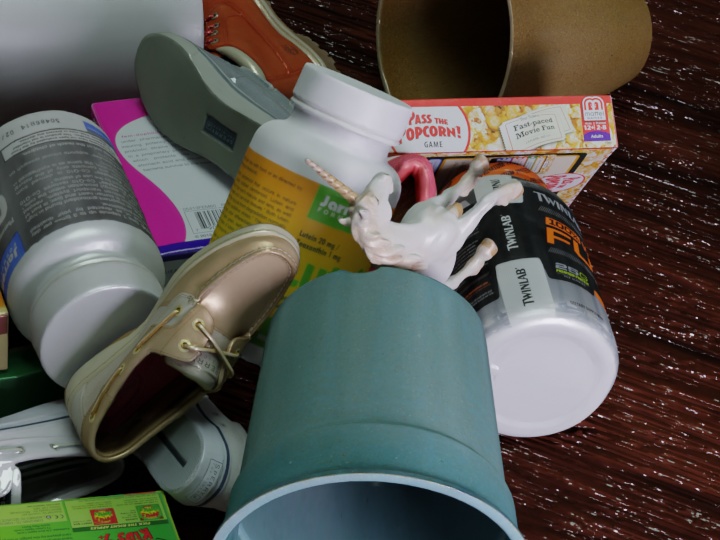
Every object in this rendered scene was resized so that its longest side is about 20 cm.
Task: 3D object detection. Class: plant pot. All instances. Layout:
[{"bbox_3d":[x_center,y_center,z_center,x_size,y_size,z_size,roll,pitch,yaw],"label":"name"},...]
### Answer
[{"bbox_3d":[0.147,-0.204,1.909,0.199,0.187,0.186,-6,38,-35],"label":"plant pot"},{"bbox_3d":[0.007,0.117,1.426,0.199,0.201,0.197,4,46,-3],"label":"plant pot"}]

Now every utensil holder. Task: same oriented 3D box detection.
[{"bbox_3d":[-0.242,-0.205,1.843,0.199,0.170,0.170,-4,39,-16],"label":"utensil holder"}]

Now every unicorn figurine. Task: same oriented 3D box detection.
[{"bbox_3d":[0.042,-0.021,1.503,0.074,0.200,0.137,32,55,30],"label":"unicorn figurine"}]

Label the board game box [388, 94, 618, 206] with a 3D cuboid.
[{"bbox_3d":[0.085,-0.088,1.758,0.199,0.152,0.046,-2,73,-12],"label":"board game box"}]

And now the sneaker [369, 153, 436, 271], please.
[{"bbox_3d":[0.000,0.000,1.620,0.074,0.087,0.201,23,79,-3],"label":"sneaker"}]

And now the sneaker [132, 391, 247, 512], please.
[{"bbox_3d":[-0.124,0.112,1.549,0.071,0.073,0.200,32,11,-33],"label":"sneaker"}]

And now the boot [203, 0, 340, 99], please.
[{"bbox_3d":[-0.118,-0.194,1.903,0.200,0.075,0.107,37,31,32],"label":"boot"}]

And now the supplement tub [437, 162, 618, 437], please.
[{"bbox_3d":[0.114,0.016,1.651,0.122,0.123,0.200,-1,39,-9],"label":"supplement tub"}]

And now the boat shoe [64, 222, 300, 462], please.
[{"bbox_3d":[-0.111,0.054,1.470,0.074,0.200,0.069,35,20,-34],"label":"boat shoe"}]

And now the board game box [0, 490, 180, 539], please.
[{"bbox_3d":[-0.213,0.196,1.418,0.199,0.048,0.102,-3,34,-19],"label":"board game box"}]

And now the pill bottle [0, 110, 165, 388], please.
[{"bbox_3d":[-0.202,-0.013,1.571,0.113,0.114,0.200,-8,40,-18],"label":"pill bottle"}]

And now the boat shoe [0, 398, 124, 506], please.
[{"bbox_3d":[-0.247,0.139,1.481,0.200,0.074,0.067,-23,44,-33],"label":"boat shoe"}]

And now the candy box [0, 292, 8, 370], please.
[{"bbox_3d":[-0.327,-0.003,1.588,0.115,0.055,0.200,-9,41,-18],"label":"candy box"}]

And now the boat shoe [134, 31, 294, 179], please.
[{"bbox_3d":[-0.093,-0.117,1.683,0.071,0.070,0.201,-6,36,-45],"label":"boat shoe"}]

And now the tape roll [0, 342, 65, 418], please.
[{"bbox_3d":[-0.276,0.031,1.635,0.200,0.048,0.201,4,38,-3],"label":"tape roll"}]

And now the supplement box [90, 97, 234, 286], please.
[{"bbox_3d":[-0.136,-0.040,1.702,0.101,0.104,0.200,-8,41,-17],"label":"supplement box"}]

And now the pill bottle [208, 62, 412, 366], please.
[{"bbox_3d":[-0.039,-0.037,1.554,0.111,0.201,0.111,22,8,-3],"label":"pill bottle"}]
